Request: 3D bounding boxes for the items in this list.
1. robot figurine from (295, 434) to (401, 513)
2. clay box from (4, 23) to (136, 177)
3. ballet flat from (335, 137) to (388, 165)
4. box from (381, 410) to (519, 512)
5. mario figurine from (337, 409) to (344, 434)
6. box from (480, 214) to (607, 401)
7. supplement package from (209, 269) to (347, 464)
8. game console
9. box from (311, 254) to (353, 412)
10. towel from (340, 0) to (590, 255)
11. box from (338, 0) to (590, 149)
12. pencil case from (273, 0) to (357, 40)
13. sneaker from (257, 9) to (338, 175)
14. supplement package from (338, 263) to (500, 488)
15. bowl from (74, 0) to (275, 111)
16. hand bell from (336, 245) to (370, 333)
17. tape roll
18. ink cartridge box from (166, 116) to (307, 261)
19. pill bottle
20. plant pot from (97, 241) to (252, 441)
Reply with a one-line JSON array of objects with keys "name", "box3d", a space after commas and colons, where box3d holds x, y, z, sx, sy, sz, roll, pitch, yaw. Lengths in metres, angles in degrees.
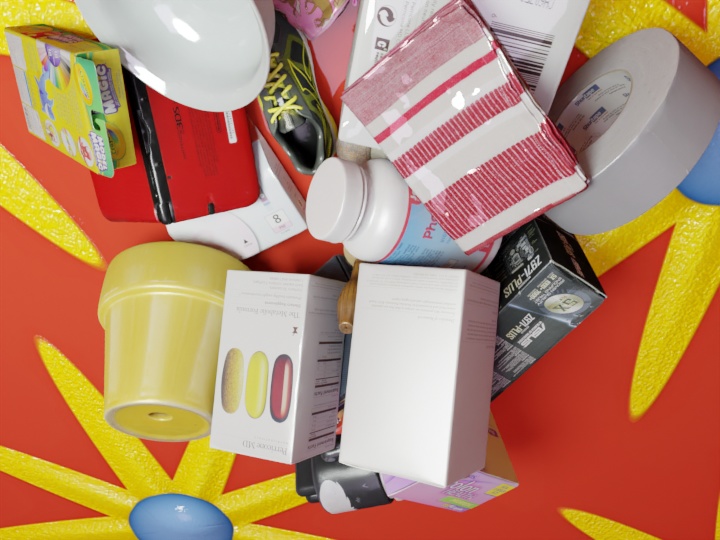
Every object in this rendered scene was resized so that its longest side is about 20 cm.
[{"name": "robot figurine", "box3d": [-0.002, 0.304, 0.959, 0.198, 0.150, 0.126, -15, 92, 12]}, {"name": "clay box", "box3d": [-0.292, -0.177, 0.627, 0.199, 0.047, 0.116, 27, 129, 35]}, {"name": "ballet flat", "box3d": [0.071, -0.134, 0.694, 0.198, 0.067, 0.069, 2, 106, -6]}, {"name": "box", "box3d": [0.096, 0.192, 0.804, 0.096, 0.201, 0.175, -34, 140, 22]}, {"name": "mario figurine", "box3d": [-0.087, 0.182, 0.892, 0.198, 0.106, 0.124, 21, 120, -9]}, {"name": "box", "box3d": [0.176, 0.032, 0.750, 0.086, 0.164, 0.200, 30, 118, -17]}, {"name": "supplement package", "box3d": [-0.091, 0.107, 0.716, 0.113, 0.109, 0.202, 2, 85, 24]}, {"name": "game console", "box3d": [-0.225, -0.163, 0.699, 0.171, 0.118, 0.202, -16, 110, -24]}, {"name": "box", "box3d": [-0.053, 0.101, 0.799, 0.200, 0.159, 0.051, -39, 151, 23]}, {"name": "towel", "box3d": [0.092, -0.118, 0.550, 0.144, 0.023, 0.200, -31, 106, 35]}, {"name": "box", "box3d": [0.092, -0.223, 0.607, 0.198, 0.131, 0.200, 11, 123, -4]}, {"name": "pencil case", "box3d": [-0.091, -0.314, 0.585, 0.200, 0.087, 0.083, 38, 94, -21]}, {"name": "sneaker", "box3d": [-0.077, -0.193, 0.659, 0.074, 0.085, 0.201, -23, 121, 14]}, {"name": "supplement package", "box3d": [0.064, 0.102, 0.636, 0.119, 0.121, 0.202, 3, 84, 29]}, {"name": "bowl", "box3d": [-0.155, -0.252, 0.557, 0.199, 0.091, 0.202, 18, 150, 11]}, {"name": "hand bell", "box3d": [0.000, 0.000, 0.706, 0.103, 0.201, 0.105, 6, 128, 8]}, {"name": "tape roll", "box3d": [0.248, -0.137, 0.616, 0.066, 0.201, 0.200, 32, 118, -17]}, {"name": "ink cartridge box", "box3d": [-0.178, -0.105, 0.744, 0.161, 0.057, 0.201, -23, 124, 16]}, {"name": "pill bottle", "box3d": [0.047, -0.057, 0.656, 0.198, 0.109, 0.109, 9, 126, -31]}, {"name": "plant pot", "box3d": [-0.228, 0.097, 0.755, 0.198, 0.190, 0.202, 0, 145, 0]}]
